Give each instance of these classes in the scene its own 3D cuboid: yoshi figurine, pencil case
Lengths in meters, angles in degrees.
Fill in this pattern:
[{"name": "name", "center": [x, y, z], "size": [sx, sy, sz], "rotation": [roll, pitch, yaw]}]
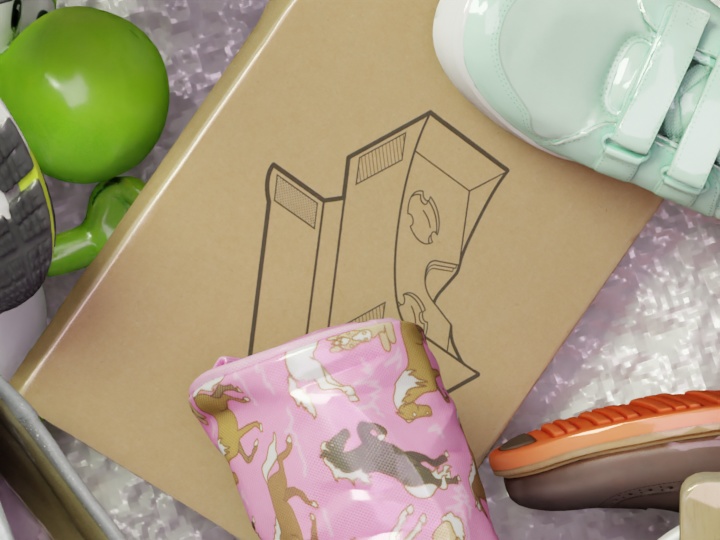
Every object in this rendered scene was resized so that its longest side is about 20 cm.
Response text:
[{"name": "yoshi figurine", "center": [-0.118, -0.010, 0.948], "size": [0.112, 0.112, 0.200], "rotation": [8, 85, -8]}, {"name": "pencil case", "center": [0.010, 0.113, 0.883], "size": [0.086, 0.083, 0.200], "rotation": [-17, 81, 2]}]

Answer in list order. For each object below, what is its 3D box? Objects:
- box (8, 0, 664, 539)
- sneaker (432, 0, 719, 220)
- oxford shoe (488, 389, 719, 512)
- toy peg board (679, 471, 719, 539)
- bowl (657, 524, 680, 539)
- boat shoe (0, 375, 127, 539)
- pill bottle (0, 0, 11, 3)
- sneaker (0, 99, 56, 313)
[{"name": "box", "center": [0.000, 0.000, 0.948], "size": [0.163, 0.021, 0.200], "rotation": [35, 89, -27]}, {"name": "sneaker", "center": [0.128, -0.053, 0.909], "size": [0.200, 0.118, 0.074], "rotation": [22, 91, -23]}, {"name": "oxford shoe", "center": [0.145, 0.077, 0.962], "size": [0.200, 0.071, 0.073], "rotation": [-3, 92, -1]}, {"name": "toy peg board", "center": [0.198, 0.169, 0.847], "size": [0.199, 0.098, 0.200], "rotation": [0, 97, 5]}, {"name": "bowl", "center": [0.139, 0.196, 0.939], "size": [0.200, 0.075, 0.200], "rotation": [32, 97, 0]}, {"name": "boat shoe", "center": [-0.080, 0.122, 0.864], "size": [0.065, 0.074, 0.202], "rotation": [-41, 83, 37]}, {"name": "pill bottle", "center": [-0.082, -0.167, 0.901], "size": [0.112, 0.112, 0.200], "rotation": [40, 43, 2]}, {"name": "sneaker", "center": [-0.164, -0.071, 0.869], "size": [0.074, 0.081, 0.200], "rotation": [-37, 95, 8]}]
